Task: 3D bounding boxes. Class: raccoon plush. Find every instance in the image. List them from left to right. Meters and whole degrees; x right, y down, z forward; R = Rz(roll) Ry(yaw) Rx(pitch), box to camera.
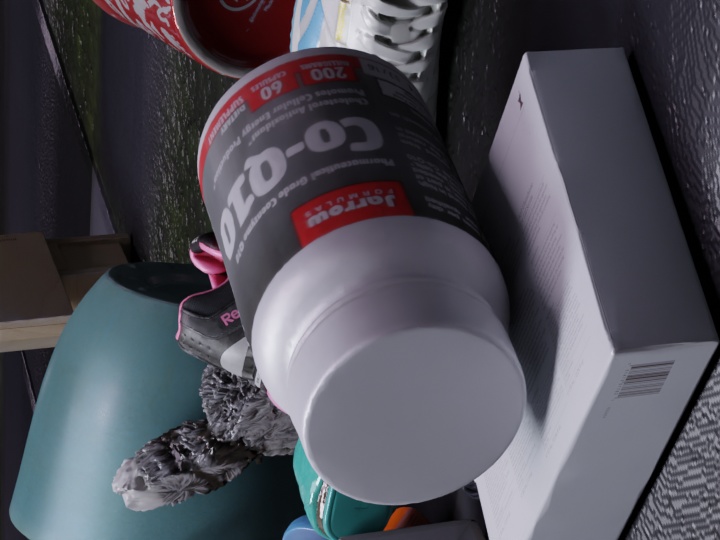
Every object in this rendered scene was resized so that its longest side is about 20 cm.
[{"bbox_3d":[-0.070,0.036,1.470,0.097,0.199,0.134,57,-165,-57],"label":"raccoon plush"}]

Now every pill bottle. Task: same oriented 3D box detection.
[{"bbox_3d":[0.000,0.000,1.120,0.200,0.113,0.114,-111,22,-51],"label":"pill bottle"}]

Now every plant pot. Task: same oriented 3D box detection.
[{"bbox_3d":[-0.108,0.086,1.590,0.201,0.200,0.162,-138,56,-68],"label":"plant pot"}]

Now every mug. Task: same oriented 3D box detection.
[{"bbox_3d":[-0.093,-0.211,1.555,0.200,0.133,0.178,-137,43,-63],"label":"mug"}]

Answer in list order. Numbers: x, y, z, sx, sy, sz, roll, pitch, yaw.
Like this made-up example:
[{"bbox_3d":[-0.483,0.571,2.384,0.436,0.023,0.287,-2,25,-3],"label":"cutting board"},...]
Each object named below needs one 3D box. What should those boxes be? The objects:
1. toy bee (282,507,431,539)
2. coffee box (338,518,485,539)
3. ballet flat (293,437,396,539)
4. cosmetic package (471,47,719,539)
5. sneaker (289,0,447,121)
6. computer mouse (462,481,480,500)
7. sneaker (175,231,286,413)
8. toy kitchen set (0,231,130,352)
[{"bbox_3d":[-0.018,0.192,1.446,0.109,0.131,0.200,55,154,-20],"label":"toy bee"},{"bbox_3d":[0.028,0.242,1.337,0.113,0.080,0.200,-113,24,-45],"label":"coffee box"},{"bbox_3d":[0.010,0.042,1.299,0.070,0.067,0.201,54,130,52],"label":"ballet flat"},{"bbox_3d":[0.087,0.024,1.112,0.200,0.051,0.151,107,152,-54],"label":"cosmetic package"},{"bbox_3d":[0.010,-0.135,1.301,0.081,0.076,0.201,-137,42,-65],"label":"sneaker"},{"bbox_3d":[0.053,0.087,1.311,0.200,0.034,0.059,-175,97,-69],"label":"computer mouse"},{"bbox_3d":[-0.040,-0.015,1.375,0.200,0.095,0.079,-64,-13,-45],"label":"sneaker"},{"bbox_3d":[-0.279,0.084,2.174,0.163,0.199,0.181,-123,32,-61],"label":"toy kitchen set"}]
